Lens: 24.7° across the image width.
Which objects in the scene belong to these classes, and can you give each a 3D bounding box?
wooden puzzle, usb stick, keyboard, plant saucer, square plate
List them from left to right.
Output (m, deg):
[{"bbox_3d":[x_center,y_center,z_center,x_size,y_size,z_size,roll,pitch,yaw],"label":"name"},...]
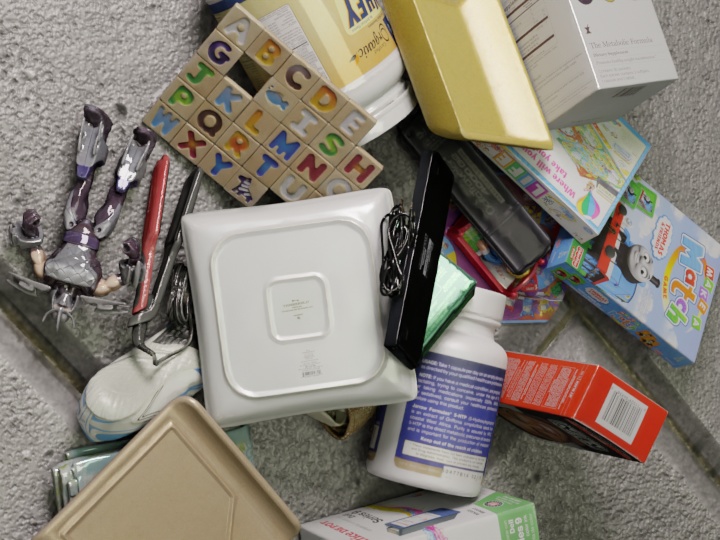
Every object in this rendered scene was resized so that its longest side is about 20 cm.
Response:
[{"bbox_3d":[-0.178,0.243,1.517,0.200,0.037,0.186,-43,111,-12],"label":"wooden puzzle"},{"bbox_3d":[-0.056,0.034,1.515,0.198,0.028,0.201,-8,90,-2],"label":"square plate"},{"bbox_3d":[0.042,-0.018,1.518,0.104,0.039,0.202,51,46,-60],"label":"keyboard"},{"bbox_3d":[0.094,-0.202,1.576,0.199,0.048,0.202,0,68,-59],"label":"plant saucer"},{"bbox_3d":[0.116,-0.083,1.669,0.055,0.033,0.200,-41,91,-11],"label":"usb stick"}]

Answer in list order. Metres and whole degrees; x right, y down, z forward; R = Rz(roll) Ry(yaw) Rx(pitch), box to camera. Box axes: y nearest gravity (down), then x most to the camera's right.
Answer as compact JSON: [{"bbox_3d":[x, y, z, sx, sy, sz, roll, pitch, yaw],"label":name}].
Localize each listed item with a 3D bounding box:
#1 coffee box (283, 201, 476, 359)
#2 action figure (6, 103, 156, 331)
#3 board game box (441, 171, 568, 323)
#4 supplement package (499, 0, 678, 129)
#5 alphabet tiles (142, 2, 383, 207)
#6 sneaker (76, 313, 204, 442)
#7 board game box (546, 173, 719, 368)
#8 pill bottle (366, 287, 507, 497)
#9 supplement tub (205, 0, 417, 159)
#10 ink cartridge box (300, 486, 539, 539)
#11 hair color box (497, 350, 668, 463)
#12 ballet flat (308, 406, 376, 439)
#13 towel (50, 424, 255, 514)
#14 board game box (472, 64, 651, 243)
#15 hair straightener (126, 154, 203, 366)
[{"bbox_3d":[0.000,0.000,1.583,0.199,0.044,0.123,37,77,11],"label":"coffee box"},{"bbox_3d":[-0.250,-0.042,1.496,0.129,0.069,0.202,18,77,-10],"label":"action figure"},{"bbox_3d":[0.148,-0.023,1.709,0.198,0.039,0.160,0,92,-26],"label":"board game box"},{"bbox_3d":[0.217,-0.258,1.658,0.113,0.109,0.202,-11,78,-33],"label":"supplement package"},{"bbox_3d":[-0.083,-0.127,1.523,0.199,0.167,0.008,39,36,-10],"label":"alphabet tiles"},{"bbox_3d":[-0.183,0.098,1.548,0.199,0.073,0.072,-27,75,-34],"label":"sneaker"},{"bbox_3d":[0.299,-0.013,1.764,0.199,0.036,0.152,36,59,-24],"label":"board game box"},{"bbox_3d":[0.082,0.114,1.638,0.119,0.119,0.202,14,87,-25],"label":"pill bottle"},{"bbox_3d":[-0.044,-0.217,1.551,0.144,0.144,0.201,-36,106,-20],"label":"supplement tub"},{"bbox_3d":[0.058,0.279,1.618,0.198,0.145,0.089,-13,98,-25],"label":"ink cartridge box"},{"bbox_3d":[0.205,0.134,1.654,0.101,0.200,0.062,33,79,-23],"label":"hair color box"},{"bbox_3d":[-0.054,0.089,1.585,0.200,0.070,0.066,50,52,-26],"label":"ballet flat"},{"bbox_3d":[-0.188,0.242,1.555,0.198,0.048,0.173,-8,99,-25],"label":"towel"},{"bbox_3d":[0.194,-0.144,1.694,0.200,0.034,0.135,42,59,-10],"label":"board game box"},{"bbox_3d":[-0.168,-0.005,1.529,0.076,0.041,0.202,15,66,-23],"label":"hair straightener"}]
